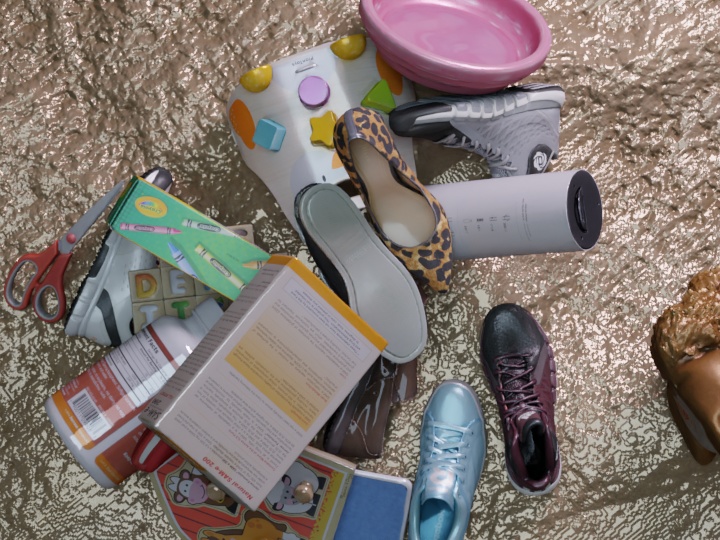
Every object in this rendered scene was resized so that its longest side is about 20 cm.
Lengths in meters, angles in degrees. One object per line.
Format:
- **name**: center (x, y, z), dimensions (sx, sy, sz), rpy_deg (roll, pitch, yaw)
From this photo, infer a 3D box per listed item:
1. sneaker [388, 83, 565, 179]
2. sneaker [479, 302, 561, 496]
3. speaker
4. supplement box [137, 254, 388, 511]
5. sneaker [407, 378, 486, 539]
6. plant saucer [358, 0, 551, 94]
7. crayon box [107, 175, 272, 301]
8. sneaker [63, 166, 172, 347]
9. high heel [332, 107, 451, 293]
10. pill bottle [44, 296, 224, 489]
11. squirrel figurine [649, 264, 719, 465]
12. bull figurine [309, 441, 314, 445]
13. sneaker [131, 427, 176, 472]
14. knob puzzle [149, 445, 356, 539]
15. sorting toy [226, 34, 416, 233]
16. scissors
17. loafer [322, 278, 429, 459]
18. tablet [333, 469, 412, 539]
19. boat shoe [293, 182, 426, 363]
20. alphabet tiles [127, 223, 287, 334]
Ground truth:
- **sneaker**: center (0.125, -0.123, 1.666), dimensions (0.200, 0.075, 0.116), rpy_deg (-10, 105, -23)
- **sneaker**: center (0.168, 0.128, 1.643), dimensions (0.075, 0.116, 0.201), rpy_deg (-13, 84, 3)
- **speaker**: center (0.139, -0.053, 1.635), dimensions (0.200, 0.081, 0.081), rpy_deg (-5, 83, 35)
- **supplement box**: center (-0.089, 0.100, 1.493), dimensions (0.126, 0.074, 0.200), rpy_deg (44, 78, -17)
- **sneaker**: center (0.089, 0.209, 1.658), dimensions (0.074, 0.082, 0.201), rpy_deg (4, 85, 3)
- **plant saucer**: center (0.093, -0.241, 1.670), dimensions (0.200, 0.201, 0.051), rpy_deg (20, 128, 5)
- **crayon box**: center (-0.152, -0.020, 1.627), dimensions (0.200, 0.119, 0.058), rpy_deg (31, 89, -11)
- **sneaker**: center (-0.238, -0.012, 1.716), dimensions (0.080, 0.074, 0.200), rpy_deg (25, 91, -10)
- **high heel**: center (0.031, -0.061, 1.563), dimensions (0.071, 0.143, 0.200), rpy_deg (-25, 92, 11)
- **pill bottle**: center (-0.205, 0.118, 1.634), dimensions (0.200, 0.112, 0.112), rpy_deg (-36, 83, -5)
- **squirrel figurine**: center (0.395, 0.084, 1.626), dimensions (0.186, 0.142, 0.200), rpy_deg (-28, 86, -6)
- **bull figurine**: center (-0.054, 0.116, 1.663), dimensions (0.065, 0.121, 0.200), rpy_deg (25, 81, 3)
- **sneaker**: center (-0.116, 0.142, 1.553), dimensions (0.200, 0.078, 0.116), rpy_deg (-45, 97, 0)
- **knob puzzle**: center (-0.121, 0.236, 1.643), dimensions (0.219, 0.030, 0.220), rpy_deg (6, 120, 11)
- **sorting toy**: center (-0.027, -0.130, 1.675), dimensions (0.200, 0.107, 0.180), rpy_deg (-20, 75, 2)
- **scissors**: center (-0.312, -0.029, 1.698), dimensions (0.073, 0.014, 0.200), rpy_deg (33, 117, 7)
- **loafer**: center (0.029, 0.105, 1.685), dimensions (0.071, 0.073, 0.200), rpy_deg (24, 92, -5)
- **tablet**: center (-0.052, 0.244, 1.665), dimensions (0.199, 0.014, 0.130), rpy_deg (10, 123, 4)
- **boat shoe**: center (0.000, 0.000, 1.622), dimensions (0.075, 0.060, 0.200), rpy_deg (-29, 100, -12)
- **alphabet tiles**: center (-0.151, 0.056, 1.697), dimensions (0.166, 0.006, 0.201), rpy_deg (-6, 96, -9)
